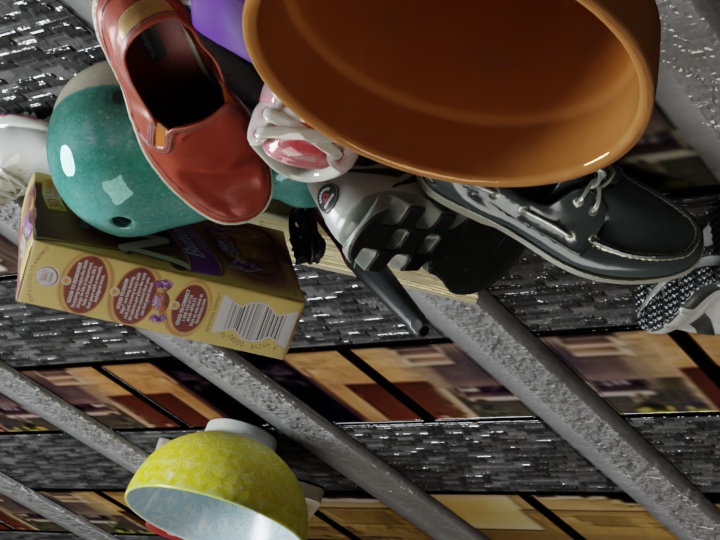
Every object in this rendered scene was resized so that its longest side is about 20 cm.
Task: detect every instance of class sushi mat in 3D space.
[{"bbox_3d":[-0.001,-0.017,1.215,0.199,0.012,0.096,13,155,6],"label":"sushi mat"}]

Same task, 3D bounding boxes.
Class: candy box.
[{"bbox_3d":[-0.148,-0.004,1.137,0.200,0.117,0.057,12,114,-18],"label":"candy box"}]

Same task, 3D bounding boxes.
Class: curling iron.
[{"bbox_3d":[0.000,0.000,1.100,0.026,0.050,0.200,-7,-155,-29],"label":"curling iron"}]

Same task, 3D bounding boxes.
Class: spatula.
[{"bbox_3d":[-0.145,-0.174,0.974,0.200,0.021,0.057,16,148,2],"label":"spatula"}]

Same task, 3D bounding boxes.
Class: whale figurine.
[{"bbox_3d":[-0.118,-0.069,1.071,0.199,0.104,0.159,12,150,-3],"label":"whale figurine"}]

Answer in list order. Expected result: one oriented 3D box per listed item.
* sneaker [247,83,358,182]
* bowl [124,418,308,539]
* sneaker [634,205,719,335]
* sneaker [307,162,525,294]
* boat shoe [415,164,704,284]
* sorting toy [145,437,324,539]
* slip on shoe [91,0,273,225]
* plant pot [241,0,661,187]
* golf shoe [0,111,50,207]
[{"bbox_3d":[-0.015,-0.119,0.915,0.075,0.105,0.200,20,153,-4],"label":"sneaker"},{"bbox_3d":[-0.141,0.223,1.667,0.200,0.108,0.200,13,155,6],"label":"bowl"},{"bbox_3d":[0.265,-0.005,1.039,0.080,0.074,0.200,9,162,-19],"label":"sneaker"},{"bbox_3d":[0.042,-0.041,1.089,0.200,0.074,0.089,17,-153,-51],"label":"sneaker"},{"bbox_3d":[0.133,-0.048,1.009,0.200,0.073,0.062,21,158,1],"label":"boat shoe"},{"bbox_3d":[-0.163,0.288,1.854,0.200,0.070,0.199,18,154,-5],"label":"sorting toy"},{"bbox_3d":[-0.106,-0.097,0.968,0.074,0.061,0.200,-29,133,-5],"label":"slip on shoe"},{"bbox_3d":[0.057,-0.152,0.766,0.200,0.140,0.200,14,155,7],"label":"plant pot"},{"bbox_3d":[-0.292,-0.066,1.197,0.200,0.092,0.075,-6,146,35],"label":"golf shoe"}]
